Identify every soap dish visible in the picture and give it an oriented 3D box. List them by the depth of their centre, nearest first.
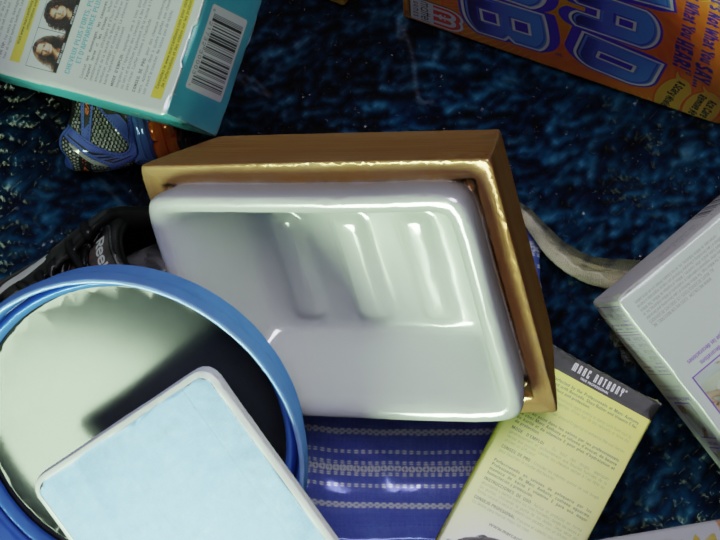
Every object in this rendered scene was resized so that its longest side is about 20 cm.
[{"bbox_3d":[0.000,0.000,1.465,0.200,0.157,0.081,0,34,26],"label":"soap dish"}]

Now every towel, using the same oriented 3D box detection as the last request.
[{"bbox_3d":[0.029,0.063,1.555,0.145,0.024,0.200,0,70,1],"label":"towel"}]

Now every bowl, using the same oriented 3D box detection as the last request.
[{"bbox_3d":[-0.124,0.090,1.481,0.201,0.039,0.201,4,113,10],"label":"bowl"}]

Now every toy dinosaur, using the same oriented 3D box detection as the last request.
[{"bbox_3d":[0.178,0.021,1.553,0.200,0.047,0.088,11,55,5],"label":"toy dinosaur"}]

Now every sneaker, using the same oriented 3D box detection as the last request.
[{"bbox_3d":[-0.156,0.014,1.539,0.200,0.098,0.071,-22,73,-5],"label":"sneaker"},{"bbox_3d":[-0.167,-0.144,1.611,0.078,0.075,0.200,-23,69,-3],"label":"sneaker"}]

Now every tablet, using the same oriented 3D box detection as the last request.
[{"bbox_3d":[-0.067,0.159,1.457,0.130,0.014,0.200,-34,94,24],"label":"tablet"}]

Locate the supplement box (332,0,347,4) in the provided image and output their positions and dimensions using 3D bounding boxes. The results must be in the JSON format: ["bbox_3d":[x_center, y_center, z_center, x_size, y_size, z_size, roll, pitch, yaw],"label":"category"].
[{"bbox_3d":[-0.030,-0.296,1.593,0.133,0.200,0.197,24,72,10],"label":"supplement box"}]

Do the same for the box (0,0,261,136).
[{"bbox_3d":[-0.154,-0.135,1.534,0.200,0.049,0.082,17,87,36],"label":"box"}]

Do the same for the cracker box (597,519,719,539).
[{"bbox_3d":[0.126,0.207,1.417,0.200,0.058,0.134,-7,68,-19],"label":"cracker box"}]

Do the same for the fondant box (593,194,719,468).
[{"bbox_3d":[0.243,0.049,1.500,0.144,0.058,0.200,-39,93,-10],"label":"fondant box"}]

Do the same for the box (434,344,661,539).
[{"bbox_3d":[0.081,0.142,1.491,0.075,0.050,0.200,27,81,3],"label":"box"}]

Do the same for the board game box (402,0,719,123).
[{"bbox_3d":[0.148,-0.236,1.565,0.200,0.200,0.200,20,72,10],"label":"board game box"}]
